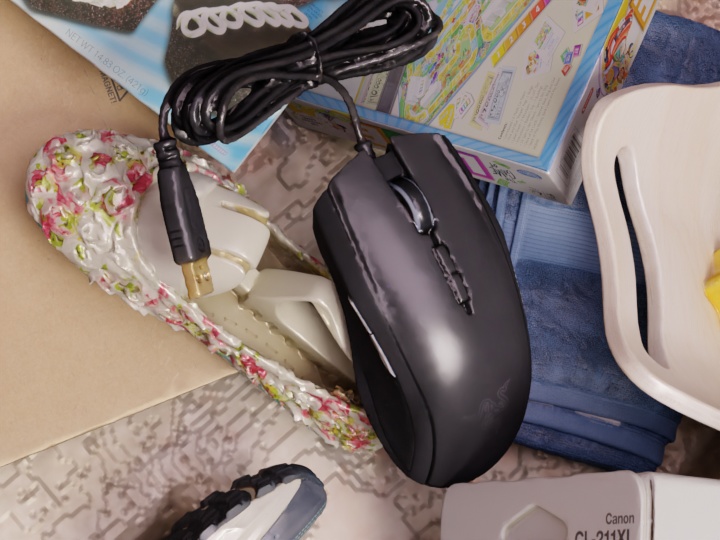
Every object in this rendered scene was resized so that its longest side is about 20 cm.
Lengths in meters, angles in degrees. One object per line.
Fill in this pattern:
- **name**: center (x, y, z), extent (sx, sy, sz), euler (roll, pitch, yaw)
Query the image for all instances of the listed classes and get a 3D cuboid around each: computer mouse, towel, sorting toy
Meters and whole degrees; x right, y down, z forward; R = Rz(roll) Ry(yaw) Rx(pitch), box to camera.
- **computer mouse**: center (0.000, 0.000, 0.975), extent (0.140, 0.046, 0.201), euler (-20, 103, -29)
- **towel**: center (0.100, -0.019, 1.090), extent (0.111, 0.049, 0.201), euler (15, 79, -12)
- **sorting toy**: center (0.161, 0.003, 1.027), extent (0.179, 0.107, 0.201), euler (13, 63, -41)

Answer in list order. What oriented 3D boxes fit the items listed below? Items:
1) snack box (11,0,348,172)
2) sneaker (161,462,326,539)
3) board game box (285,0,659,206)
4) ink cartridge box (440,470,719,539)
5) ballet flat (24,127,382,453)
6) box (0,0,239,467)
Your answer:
- **snack box**: center (-0.093, -0.146, 1.008), extent (0.200, 0.037, 0.116), euler (37, 98, -11)
- **sneaker**: center (-0.070, 0.167, 1.014), extent (0.086, 0.078, 0.200), euler (39, 85, -8)
- **board game box**: center (0.064, -0.138, 1.068), extent (0.134, 0.034, 0.201), euler (18, 76, 27)
- **ink cartridge box**: center (0.148, 0.131, 1.002), extent (0.199, 0.146, 0.083), euler (8, 79, -29)
- **ballet flat**: center (-0.041, 0.003, 1.017), extent (0.200, 0.064, 0.076), euler (35, 65, -26)
- **box**: center (-0.148, -0.027, 1.035), extent (0.163, 0.021, 0.201), euler (-21, 93, -15)
